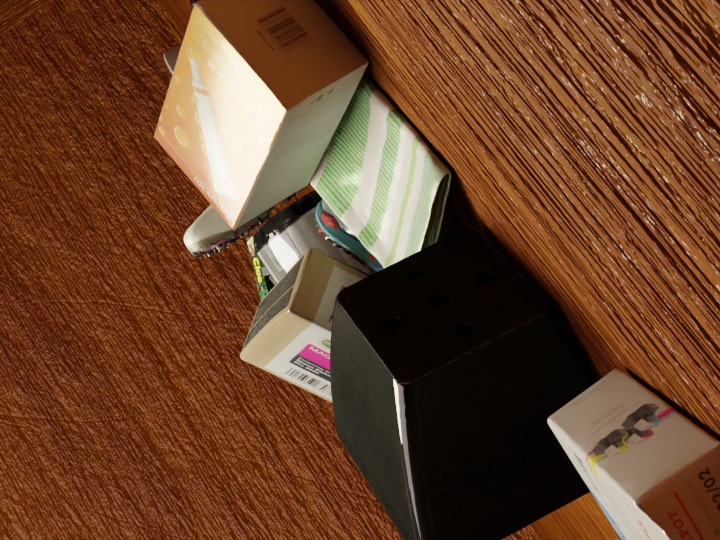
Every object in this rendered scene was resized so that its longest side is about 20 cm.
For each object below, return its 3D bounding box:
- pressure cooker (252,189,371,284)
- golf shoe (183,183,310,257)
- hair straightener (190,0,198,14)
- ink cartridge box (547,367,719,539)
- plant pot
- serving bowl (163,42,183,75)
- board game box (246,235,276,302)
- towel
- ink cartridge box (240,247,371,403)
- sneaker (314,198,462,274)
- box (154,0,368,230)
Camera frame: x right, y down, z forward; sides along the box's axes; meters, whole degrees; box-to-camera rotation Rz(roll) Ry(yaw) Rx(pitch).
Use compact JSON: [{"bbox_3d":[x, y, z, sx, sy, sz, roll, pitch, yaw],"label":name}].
[{"bbox_3d":[-0.002,0.001,1.473,0.200,0.178,0.176,56,174,3],"label":"pressure cooker"},{"bbox_3d":[-0.126,-0.092,1.455,0.092,0.200,0.073,52,149,-7],"label":"golf shoe"},{"bbox_3d":[-0.172,-0.301,1.518,0.200,0.041,0.077,-104,9,-46],"label":"hair straightener"},{"bbox_3d":[0.205,0.152,0.865,0.115,0.068,0.200,56,177,-18],"label":"ink cartridge box"},{"bbox_3d":[0.082,0.089,1.111,0.200,0.199,0.178,52,165,49],"label":"plant pot"},{"bbox_3d":[-0.140,-0.194,1.565,0.200,0.066,0.200,50,-174,-7],"label":"serving bowl"},{"bbox_3d":[-0.032,-0.007,1.581,0.023,0.199,0.105,-23,82,58],"label":"board game box"},{"bbox_3d":[0.011,-0.083,1.188,0.200,0.023,0.153,54,146,39],"label":"towel"},{"bbox_3d":[0.001,0.075,1.322,0.199,0.075,0.165,26,153,-11],"label":"ink cartridge box"},{"bbox_3d":[0.033,-0.044,1.287,0.079,0.096,0.200,26,-172,-40],"label":"sneaker"},{"bbox_3d":[-0.093,-0.150,1.188,0.124,0.097,0.200,49,148,11],"label":"box"}]
